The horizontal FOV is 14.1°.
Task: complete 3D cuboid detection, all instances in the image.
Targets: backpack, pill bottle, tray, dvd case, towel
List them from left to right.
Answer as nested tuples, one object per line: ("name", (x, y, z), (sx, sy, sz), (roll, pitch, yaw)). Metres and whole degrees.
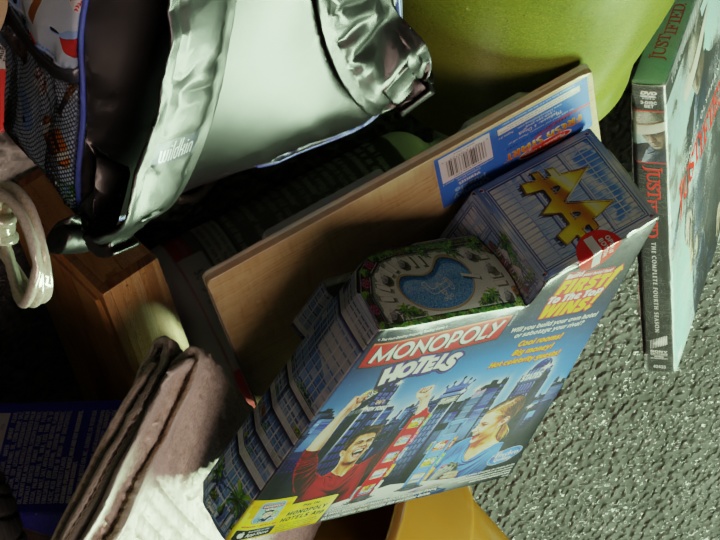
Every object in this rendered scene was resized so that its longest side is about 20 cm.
("tray", (-0.116, 0.047, 1.456), (0.037, 0.099, 0.201), (-34, 137, -16))
("backpack", (-0.069, -0.134, 1.220), (0.199, 0.154, 0.191), (-28, 150, -29))
("towel", (-0.078, 0.127, 1.390), (0.133, 0.034, 0.200), (-63, 150, -15))
("pill bottle", (0.000, 0.000, 1.478), (0.199, 0.114, 0.114), (-26, 136, -9))
("dvd case", (0.170, -0.066, 1.522), (0.022, 0.146, 0.201), (8, 135, 17))

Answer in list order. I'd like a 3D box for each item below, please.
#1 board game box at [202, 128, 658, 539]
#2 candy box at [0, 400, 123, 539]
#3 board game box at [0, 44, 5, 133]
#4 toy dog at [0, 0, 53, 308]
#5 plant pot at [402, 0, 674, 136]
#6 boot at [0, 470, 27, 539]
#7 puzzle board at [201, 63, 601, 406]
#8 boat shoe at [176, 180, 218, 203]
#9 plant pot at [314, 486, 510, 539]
("board game box", (0.039, 0.027, 1.351), (0.199, 0.062, 0.200), (-9, 143, -46))
("candy box", (-0.189, 0.147, 1.456), (0.199, 0.077, 0.170), (-2, 136, 13))
("board game box", (-0.219, -0.161, 1.251), (0.195, 0.056, 0.201), (3, 125, -33))
("toy dog", (-0.206, -0.069, 1.214), (0.096, 0.132, 0.201), (-18, 113, -27))
("plant pot", (0.075, -0.164, 1.346), (0.199, 0.201, 0.193), (-17, 145, -18))
("boot", (-0.252, 0.093, 1.361), (0.131, 0.200, 0.070), (-38, 158, 0))
("puzzle board", (0.025, -0.014, 1.365), (0.199, 0.017, 0.151), (-29, 152, -6))
("boat shoe", (-0.063, -0.125, 1.372), (0.072, 0.060, 0.202), (2, 125, -32))
("plant pot", (0.017, 0.191, 1.550), (0.183, 0.200, 0.200), (35, 105, -30))
